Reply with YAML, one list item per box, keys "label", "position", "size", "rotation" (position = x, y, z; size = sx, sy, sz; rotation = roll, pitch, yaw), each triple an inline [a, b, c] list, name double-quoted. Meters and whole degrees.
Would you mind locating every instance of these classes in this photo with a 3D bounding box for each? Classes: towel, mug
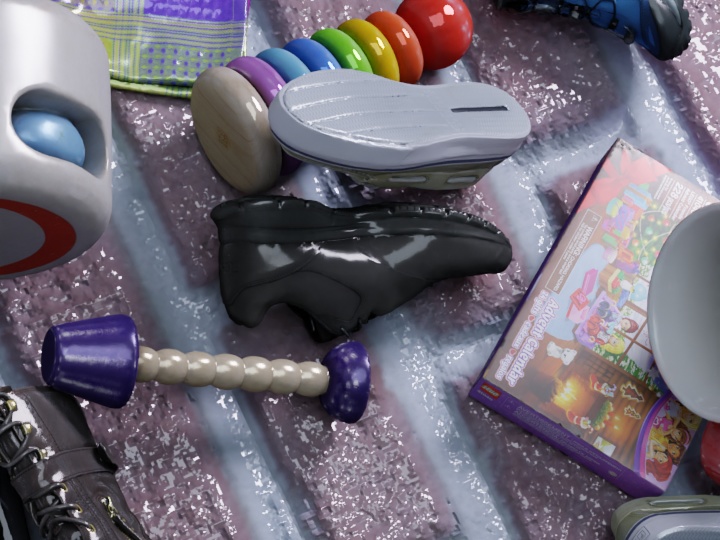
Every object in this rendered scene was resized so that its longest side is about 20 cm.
- label: "towel"
  position: [-0.138, -0.212, 1.537]
  size: [0.142, 0.023, 0.202]
  rotation: [8, 68, -10]
- label: "mug"
  position: [0.285, 0.039, 1.471]
  size: [0.199, 0.178, 0.134]
  rotation: [-1, 49, -38]

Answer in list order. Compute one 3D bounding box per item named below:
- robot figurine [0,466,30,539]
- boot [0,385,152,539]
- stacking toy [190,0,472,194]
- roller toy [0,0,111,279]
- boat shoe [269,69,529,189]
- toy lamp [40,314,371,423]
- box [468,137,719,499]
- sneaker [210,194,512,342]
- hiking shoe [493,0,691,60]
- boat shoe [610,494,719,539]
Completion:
- label: "robot figurine"
  position: [-0.268, 0.146, 1.315]
  size: [0.149, 0.125, 0.202]
  rotation: [-18, 73, -5]
- label: "boot"
  position: [-0.171, 0.146, 1.322]
  size: [0.069, 0.200, 0.175]
  rotation: [-34, 84, 12]
- label: "stacking toy"
  position: [-0.008, -0.126, 1.506]
  size: [0.199, 0.085, 0.086]
  rotation: [-28, 77, -25]
- label: "roller toy"
  position: [-0.240, -0.072, 1.373]
  size: [0.198, 0.183, 0.141]
  rotation: [1, 70, -12]
- label: "boat shoe"
  position: [0.022, -0.078, 1.451]
  size: [0.199, 0.062, 0.072]
  rotation: [0, 44, -40]
- label: "toy lamp"
  position: [-0.093, 0.058, 1.404]
  size: [0.198, 0.058, 0.059]
  rotation: [4, 68, -25]
- label: "box"
  position: [0.176, 0.031, 1.504]
  size: [0.136, 0.039, 0.201]
  rotation: [31, 66, 0]
- label: "sneaker"
  position: [0.000, 0.000, 1.467]
  size: [0.198, 0.076, 0.092]
  rotation: [1, 90, -17]
- label: "hiking shoe"
  position: [0.130, -0.194, 1.571]
  size: [0.200, 0.075, 0.087]
  rotation: [38, 74, 14]
- label: "boat shoe"
  position: [0.251, 0.168, 1.455]
  size: [0.198, 0.073, 0.062]
  rotation: [8, 23, -21]
